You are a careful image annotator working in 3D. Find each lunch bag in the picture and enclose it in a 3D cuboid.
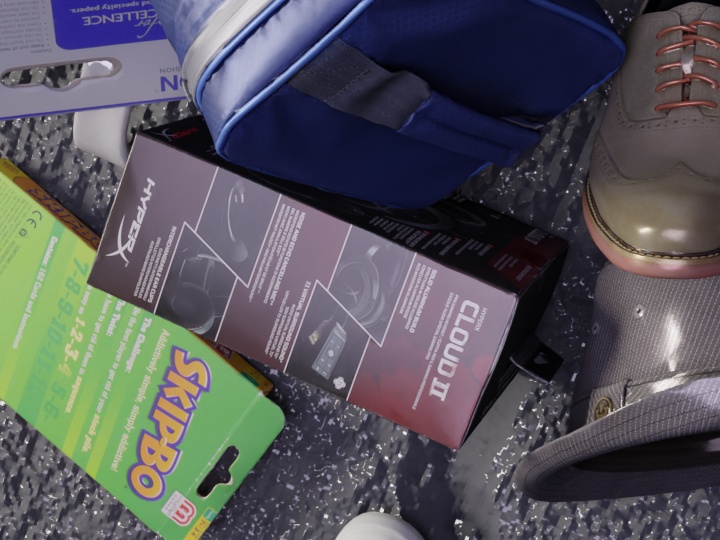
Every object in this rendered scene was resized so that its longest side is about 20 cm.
[{"bbox_3d":[0.013,-0.103,0.792,0.135,0.199,0.133,-36,65,26],"label":"lunch bag"}]

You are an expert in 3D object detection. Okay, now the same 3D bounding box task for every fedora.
[{"bbox_3d":[0.152,0.036,0.843,0.175,0.200,0.091,-3,75,-18],"label":"fedora"}]

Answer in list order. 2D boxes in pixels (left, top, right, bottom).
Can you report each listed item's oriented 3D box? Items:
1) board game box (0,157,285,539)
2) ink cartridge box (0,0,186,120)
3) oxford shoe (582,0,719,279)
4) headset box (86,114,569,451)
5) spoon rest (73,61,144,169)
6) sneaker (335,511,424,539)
[{"bbox_3d":[-0.135,0.043,0.986,0.200,0.030,0.096,40,107,8],"label":"board game box"},{"bbox_3d":[-0.137,-0.144,0.835,0.196,0.201,0.044,-7,54,-9],"label":"ink cartridge box"},{"bbox_3d":[0.128,-0.068,0.805,0.070,0.201,0.074,2,123,6],"label":"oxford shoe"},{"bbox_3d":[0.000,0.000,0.881,0.198,0.149,0.078,24,105,9],"label":"headset box"},{"bbox_3d":[-0.092,-0.141,0.928,0.099,0.061,0.202,22,104,10],"label":"spoon rest"},{"bbox_3d":[-0.001,0.222,0.951,0.072,0.085,0.202,8,99,14],"label":"sneaker"}]
